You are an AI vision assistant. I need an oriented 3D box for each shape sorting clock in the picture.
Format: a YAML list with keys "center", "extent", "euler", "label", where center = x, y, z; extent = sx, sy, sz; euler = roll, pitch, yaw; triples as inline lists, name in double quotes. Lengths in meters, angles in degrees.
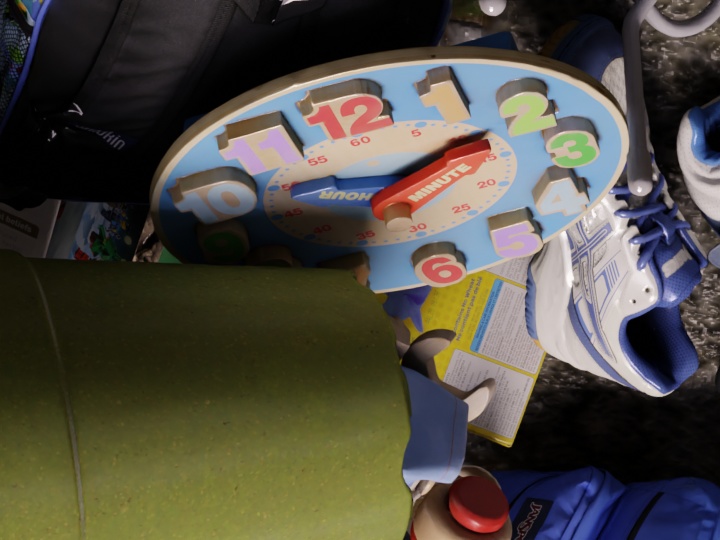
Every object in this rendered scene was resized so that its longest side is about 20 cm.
- center: [0.013, -0.035, 1.044]
  extent: [0.200, 0.039, 0.200]
  euler: [-6, 150, -4]
  label: "shape sorting clock"

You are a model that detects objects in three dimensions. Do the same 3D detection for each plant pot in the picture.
- center: [-0.084, 0.072, 1.036]
  extent: [0.190, 0.200, 0.200]
  euler: [-6, 148, -16]
  label: "plant pot"

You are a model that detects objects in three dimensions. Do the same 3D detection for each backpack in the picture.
- center: [-0.059, -0.127, 1.057]
  extent: [0.183, 0.147, 0.200]
  euler: [5, 148, -16]
  label: "backpack"
- center: [0.141, 0.191, 1.391]
  extent: [0.168, 0.163, 0.200]
  euler: [33, 162, -27]
  label: "backpack"

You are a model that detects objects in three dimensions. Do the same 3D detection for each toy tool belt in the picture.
- center: [-0.003, 0.072, 1.172]
  extent: [0.200, 0.125, 0.123]
  euler: [20, 130, -14]
  label: "toy tool belt"

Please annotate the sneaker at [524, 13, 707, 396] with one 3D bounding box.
- center: [0.126, -0.028, 1.178]
  extent: [0.088, 0.075, 0.200]
  euler: [30, 145, 36]
  label: "sneaker"

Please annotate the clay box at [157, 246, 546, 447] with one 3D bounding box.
- center: [0.000, 0.000, 1.254]
  extent: [0.200, 0.115, 0.048]
  euler: [21, 177, -13]
  label: "clay box"

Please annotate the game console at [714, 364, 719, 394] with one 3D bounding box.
- center: [0.273, 0.049, 1.273]
  extent: [0.177, 0.031, 0.200]
  euler: [12, 167, 6]
  label: "game console"

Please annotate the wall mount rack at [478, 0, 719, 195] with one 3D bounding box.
- center: [0.104, -0.138, 0.992]
  extent: [0.075, 0.174, 0.200]
  euler: [20, 160, 48]
  label: "wall mount rack"

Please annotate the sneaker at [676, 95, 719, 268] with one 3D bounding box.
- center: [0.243, -0.049, 1.151]
  extent: [0.200, 0.081, 0.146]
  euler: [-7, 146, 33]
  label: "sneaker"

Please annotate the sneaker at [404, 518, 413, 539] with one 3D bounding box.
- center: [-0.043, 0.141, 1.432]
  extent: [0.084, 0.075, 0.200]
  euler: [9, -175, -37]
  label: "sneaker"

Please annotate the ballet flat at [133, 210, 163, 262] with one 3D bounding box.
- center: [-0.121, 0.015, 1.342]
  extent: [0.067, 0.046, 0.200]
  euler: [37, 149, -8]
  label: "ballet flat"

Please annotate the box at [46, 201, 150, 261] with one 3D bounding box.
- center: [-0.174, 0.022, 1.256]
  extent: [0.136, 0.200, 0.038]
  euler: [-25, 128, 40]
  label: "box"

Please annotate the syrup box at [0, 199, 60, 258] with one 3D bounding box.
- center: [-0.185, -0.037, 1.178]
  extent: [0.081, 0.200, 0.079]
  euler: [25, 143, -17]
  label: "syrup box"
